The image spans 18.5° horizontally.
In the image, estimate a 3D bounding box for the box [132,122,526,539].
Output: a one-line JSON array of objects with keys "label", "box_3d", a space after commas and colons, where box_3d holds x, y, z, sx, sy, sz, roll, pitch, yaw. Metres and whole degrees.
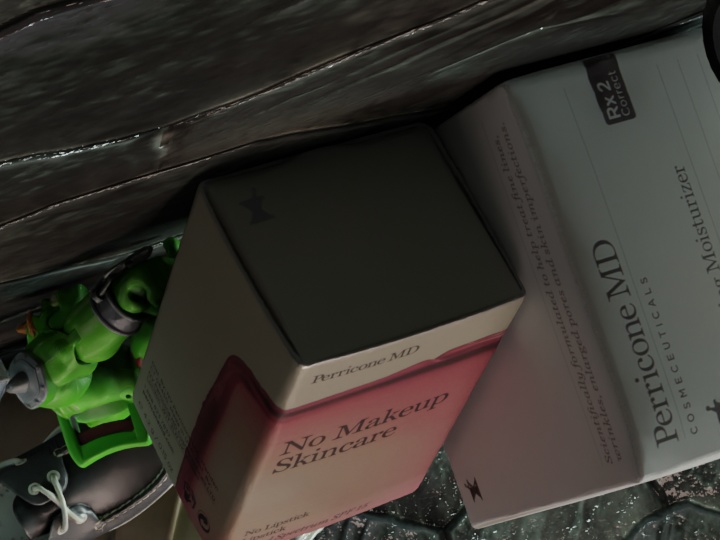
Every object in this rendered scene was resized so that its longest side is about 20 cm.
[{"label": "box", "box_3d": [-0.021, 0.039, 1.095, 0.128, 0.109, 0.200, -17, 153, -26]}]

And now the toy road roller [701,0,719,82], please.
[{"label": "toy road roller", "box_3d": [0.253, -0.083, 0.922, 0.123, 0.146, 0.200, -16, 174, -31]}]

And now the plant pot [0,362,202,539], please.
[{"label": "plant pot", "box_3d": [-0.186, 0.139, 1.486, 0.173, 0.200, 0.200, 13, 177, 5]}]

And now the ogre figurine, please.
[{"label": "ogre figurine", "box_3d": [-0.124, 0.043, 1.221, 0.120, 0.098, 0.200, -30, -175, 5]}]

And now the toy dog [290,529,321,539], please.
[{"label": "toy dog", "box_3d": [-0.053, 0.129, 1.452, 0.200, 0.096, 0.132, -45, 175, -43]}]

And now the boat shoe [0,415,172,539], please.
[{"label": "boat shoe", "box_3d": [-0.194, 0.139, 1.302, 0.200, 0.074, 0.060, -20, -168, 11]}]

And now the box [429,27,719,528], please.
[{"label": "box", "box_3d": [0.115, 0.009, 1.106, 0.131, 0.199, 0.200, -17, 175, -24]}]

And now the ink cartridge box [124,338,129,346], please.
[{"label": "ink cartridge box", "box_3d": [-0.060, 0.060, 1.396, 0.197, 0.047, 0.200, -12, -154, -42]}]

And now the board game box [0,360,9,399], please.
[{"label": "board game box", "box_3d": [-0.324, 0.128, 1.304, 0.200, 0.041, 0.200, -15, 151, -35]}]
